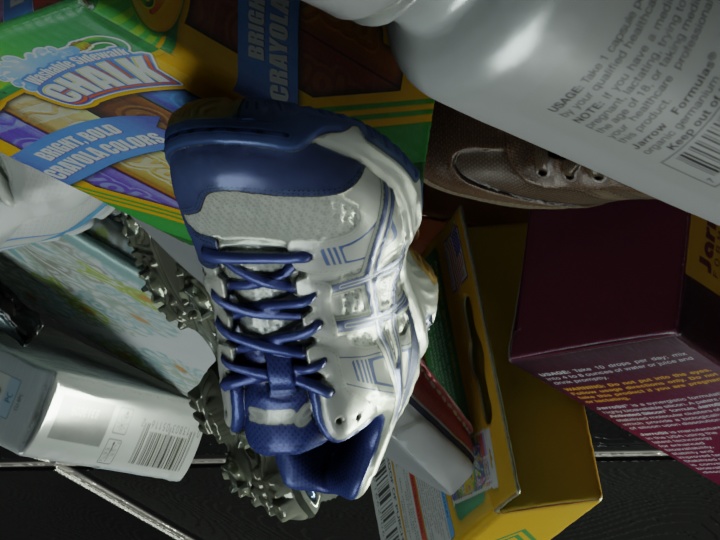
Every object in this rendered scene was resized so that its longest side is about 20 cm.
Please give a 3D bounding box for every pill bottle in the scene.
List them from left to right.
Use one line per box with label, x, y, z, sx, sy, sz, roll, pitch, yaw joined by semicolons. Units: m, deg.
pill bottle;0.070;-0.097;0.846;0.200;0.115;0.114;21;156;-27

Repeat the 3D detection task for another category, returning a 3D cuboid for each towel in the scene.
towel;-0.098;0.003;1.199;0.200;0.048;0.171;32;164;-18

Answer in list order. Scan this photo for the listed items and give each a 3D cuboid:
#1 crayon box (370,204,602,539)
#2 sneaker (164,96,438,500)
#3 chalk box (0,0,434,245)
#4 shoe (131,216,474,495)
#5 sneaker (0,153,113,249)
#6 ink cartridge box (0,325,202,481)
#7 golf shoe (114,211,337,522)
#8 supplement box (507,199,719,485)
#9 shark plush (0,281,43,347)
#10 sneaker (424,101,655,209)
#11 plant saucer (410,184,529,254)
crayon box;0.050;0.061;1.144;0.051;0.126;0.200;-6;163;-16
sneaker;-0.017;0.015;0.866;0.075;0.088;0.200;5;157;19
chalk box;-0.080;-0.107;0.875;0.124;0.125;0.200;-11;152;43
shoe;0.000;0.000;1.034;0.200;0.091;0.071;46;167;-29
sneaker;-0.173;-0.025;1.035;0.200;0.075;0.087;-24;-174;34
ink cartridge box;-0.194;0.042;1.277;0.200;0.047;0.160;22;-179;25
golf shoe;-0.037;0.002;1.096;0.078;0.097;0.200;27;142;57
supplement box;0.159;0.018;1.104;0.086;0.111;0.200;-10;151;40
shark plush;-0.226;-0.037;1.175;0.200;0.091;0.083;21;174;-11
sneaker;0.113;-0.058;0.969;0.200;0.071;0.076;-1;-179;0
plant saucer;0.023;-0.001;1.225;0.200;0.032;0.200;8;158;3
